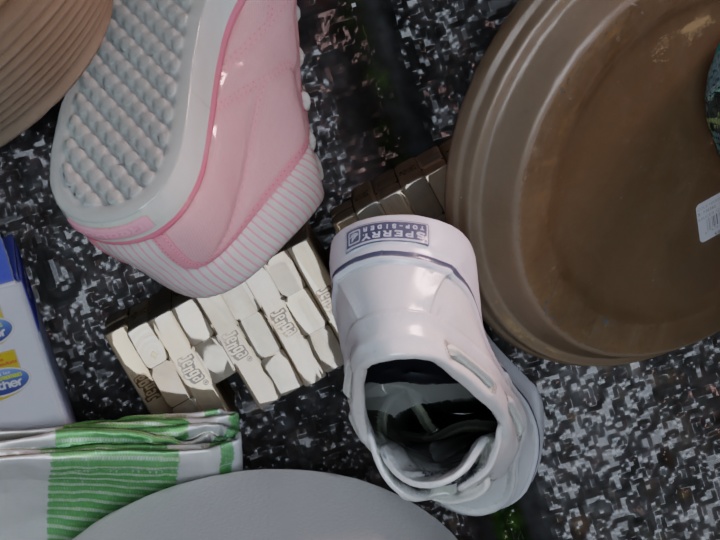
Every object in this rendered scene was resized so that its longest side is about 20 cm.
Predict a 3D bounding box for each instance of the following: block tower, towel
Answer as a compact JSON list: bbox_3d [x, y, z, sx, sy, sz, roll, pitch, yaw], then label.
[{"bbox_3d":[0.000,0.000,1.089,0.200,0.054,0.058,-29,101,2],"label":"block tower"},{"bbox_3d":[-0.145,0.123,1.069,0.200,0.023,0.153,-4,125,-9],"label":"towel"}]

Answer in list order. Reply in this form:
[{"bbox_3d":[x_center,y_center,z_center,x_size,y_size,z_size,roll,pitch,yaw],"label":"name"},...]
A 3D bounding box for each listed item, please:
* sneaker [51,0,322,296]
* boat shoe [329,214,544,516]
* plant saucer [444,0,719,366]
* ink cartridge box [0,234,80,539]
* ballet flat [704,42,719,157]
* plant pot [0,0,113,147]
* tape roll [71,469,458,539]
[{"bbox_3d":[-0.054,-0.084,1.053,0.075,0.105,0.200,1,64,28],"label":"sneaker"},{"bbox_3d":[0.025,0.055,1.039,0.074,0.200,0.065,-8,59,14],"label":"boat shoe"},{"bbox_3d":[0.121,-0.048,1.048,0.200,0.029,0.200,-18,125,-27],"label":"plant saucer"},{"bbox_3d":[-0.171,0.062,1.060,0.119,0.042,0.200,-15,127,-1],"label":"ink cartridge box"},{"bbox_3d":[0.183,-0.010,1.049,0.074,0.074,0.200,-35,131,3],"label":"ballet flat"},{"bbox_3d":[-0.153,-0.103,0.977,0.201,0.201,0.093,-38,125,3],"label":"plant pot"},{"bbox_3d":[-0.034,0.194,1.042,0.203,0.139,0.203,-6,125,-8],"label":"tape roll"}]
